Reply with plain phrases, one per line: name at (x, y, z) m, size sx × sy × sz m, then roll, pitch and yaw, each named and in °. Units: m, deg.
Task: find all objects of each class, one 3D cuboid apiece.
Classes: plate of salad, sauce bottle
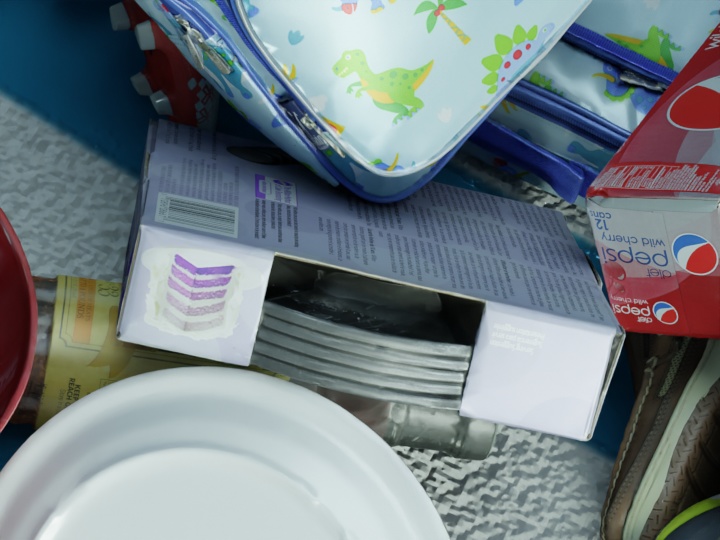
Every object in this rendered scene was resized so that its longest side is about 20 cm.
plate of salad at (-0.054, 0.135, 1.038) m, size 0.200 × 0.048 × 0.200 m, roll 0°, pitch 90°, yaw 15°
sauce bottle at (-0.044, 0.043, 1.129) m, size 0.200 × 0.066 × 0.066 m, roll 7°, pitch 58°, yaw -11°

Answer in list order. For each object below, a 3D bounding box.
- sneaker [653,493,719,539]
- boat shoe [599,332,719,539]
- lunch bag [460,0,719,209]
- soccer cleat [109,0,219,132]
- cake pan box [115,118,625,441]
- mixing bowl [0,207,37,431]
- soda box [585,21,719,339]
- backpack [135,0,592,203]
sneaker at (0.207, 0.127, 1.109) m, size 0.200 × 0.081 × 0.074 m, roll 2°, pitch 92°, yaw -15°
boat shoe at (0.141, 0.038, 1.182) m, size 0.075 × 0.075 × 0.202 m, roll 14°, pitch 57°, yaw 31°
lunch bag at (0.084, -0.119, 1.248) m, size 0.200 × 0.082 × 0.161 m, roll 27°, pitch 60°, yaw 5°
soccer cleat at (-0.064, -0.151, 1.182) m, size 0.085 × 0.069 × 0.200 m, roll -11°, pitch 106°, yaw -15°
cake pan box at (0.000, 0.000, 1.103) m, size 0.184 × 0.052 × 0.200 m, roll 11°, pitch 14°, yaw -7°
mixing bowl at (-0.227, 0.039, 1.055) m, size 0.200 × 0.108 × 0.200 m, roll 8°, pitch 52°, yaw -11°
soda box at (0.165, -0.055, 1.147) m, size 0.063 × 0.070 × 0.200 m, roll 5°, pitch 36°, yaw 34°
backpack at (-0.004, -0.147, 1.088) m, size 0.183 × 0.147 × 0.200 m, roll -47°, pitch 111°, yaw 0°
